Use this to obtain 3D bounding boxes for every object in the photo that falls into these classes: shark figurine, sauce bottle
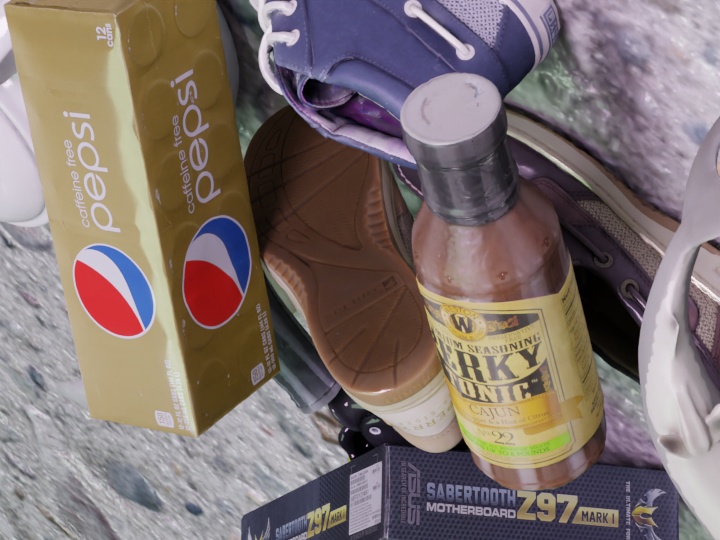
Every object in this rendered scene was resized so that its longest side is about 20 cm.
[{"bbox_3d":[0.146,0.054,1.112,0.215,0.128,0.090,64,-169,-13],"label":"shark figurine"},{"bbox_3d":[0.055,0.006,1.120,0.065,0.065,0.201,21,146,35],"label":"sauce bottle"}]

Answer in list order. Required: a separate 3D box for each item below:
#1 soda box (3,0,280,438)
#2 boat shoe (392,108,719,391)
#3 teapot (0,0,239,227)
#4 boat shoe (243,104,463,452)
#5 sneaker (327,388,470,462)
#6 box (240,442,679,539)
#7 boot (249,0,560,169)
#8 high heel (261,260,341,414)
[{"bbox_3d":[-0.093,-0.033,1.204,0.064,0.068,0.201,8,120,34],"label":"soda box"},{"bbox_3d":[0.090,-0.004,1.199,0.200,0.065,0.072,34,152,16],"label":"boat shoe"},{"bbox_3d":[-0.163,-0.093,1.320,0.197,0.146,0.201,18,144,38],"label":"teapot"},{"bbox_3d":[0.000,0.000,1.246,0.065,0.072,0.200,55,-173,-45],"label":"boat shoe"},{"bbox_3d":[0.027,0.057,1.331,0.200,0.082,0.072,98,155,-59],"label":"sneaker"},{"bbox_3d":[0.045,0.134,1.388,0.157,0.051,0.200,7,163,-21],"label":"box"},{"bbox_3d":[-0.022,-0.116,1.156,0.199,0.090,0.073,27,150,27],"label":"boot"},{"bbox_3d":[-0.083,-0.018,1.366,0.143,0.071,0.200,49,179,-26],"label":"high heel"}]
